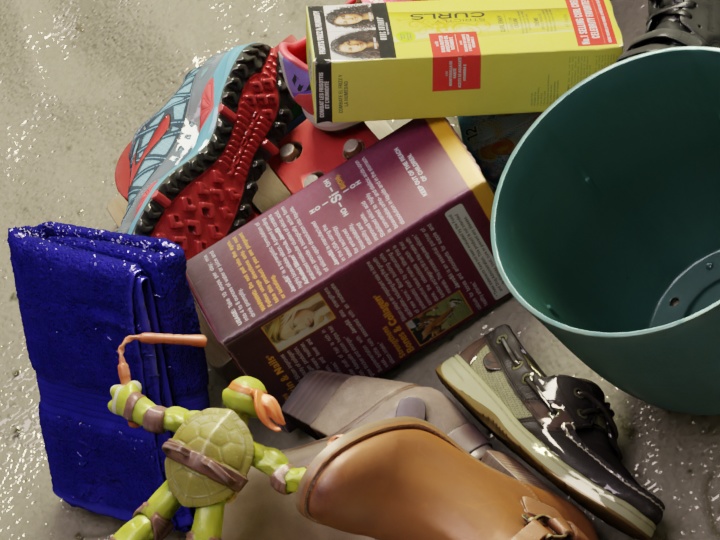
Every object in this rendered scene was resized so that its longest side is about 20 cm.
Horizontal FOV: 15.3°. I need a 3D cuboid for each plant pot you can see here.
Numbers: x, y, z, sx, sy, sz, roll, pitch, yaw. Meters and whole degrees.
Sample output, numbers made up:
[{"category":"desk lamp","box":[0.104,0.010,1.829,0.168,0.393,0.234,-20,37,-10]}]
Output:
[{"category":"plant pot","box":[0.200,-0.006,1.606,0.200,0.161,0.201,-15,51,20]}]

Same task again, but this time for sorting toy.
[{"category":"sorting toy","box":[-0.073,-0.059,1.871,0.199,0.070,0.200,-39,47,1]}]

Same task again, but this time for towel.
[{"category":"towel","box":[-0.164,0.071,1.756,0.148,0.200,0.050,8,25,34]}]

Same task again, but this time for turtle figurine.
[{"category":"turtle figurine","box":[-0.086,0.131,1.644,0.200,0.064,0.161,24,85,12]}]

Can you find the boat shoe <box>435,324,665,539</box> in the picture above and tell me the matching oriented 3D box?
[{"category":"boat shoe","box":[0.122,0.093,1.643,0.065,0.073,0.200,-49,47,-2]}]

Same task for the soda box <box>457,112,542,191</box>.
[{"category":"soda box","box":[0.096,-0.150,1.839,0.068,0.064,0.200,-23,48,15]}]

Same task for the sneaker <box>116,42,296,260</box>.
[{"category":"sneaker","box":[-0.118,-0.062,1.817,0.096,0.079,0.200,-2,50,48]}]

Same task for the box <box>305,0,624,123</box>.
[{"category":"box","box":[0.066,-0.138,1.733,0.200,0.050,0.075,-2,36,-4]}]

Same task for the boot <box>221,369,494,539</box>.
[{"category":"boot","box":[-0.010,0.157,1.685,0.146,0.070,0.200,28,88,28]}]

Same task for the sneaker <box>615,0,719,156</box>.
[{"category":"sneaker","box":[0.201,-0.161,1.694,0.071,0.099,0.200,-11,91,38]}]

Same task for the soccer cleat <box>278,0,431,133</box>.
[{"category":"soccer cleat","box":[0.038,-0.170,1.793,0.200,0.073,0.068,-32,46,3]}]

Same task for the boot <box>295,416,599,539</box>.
[{"category":"boot","box":[0.072,0.158,1.548,0.155,0.200,0.074,45,119,42]}]

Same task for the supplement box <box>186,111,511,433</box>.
[{"category":"supplement box","box":[0.000,0.000,1.749,0.200,0.110,0.086,-32,47,2]}]
